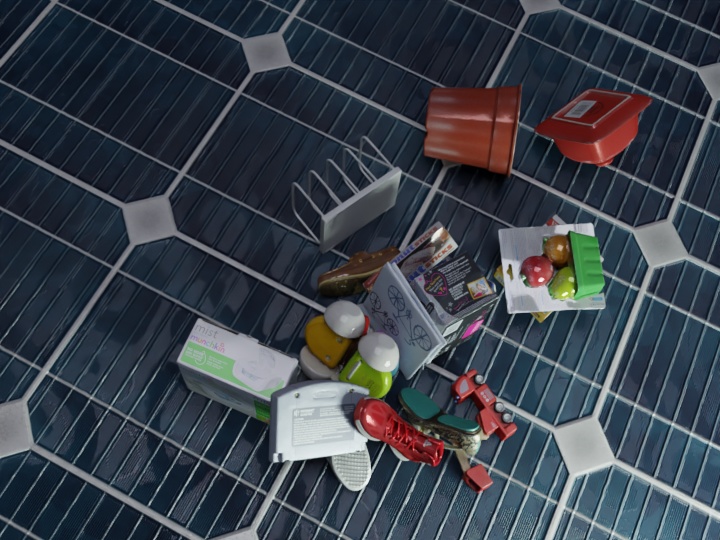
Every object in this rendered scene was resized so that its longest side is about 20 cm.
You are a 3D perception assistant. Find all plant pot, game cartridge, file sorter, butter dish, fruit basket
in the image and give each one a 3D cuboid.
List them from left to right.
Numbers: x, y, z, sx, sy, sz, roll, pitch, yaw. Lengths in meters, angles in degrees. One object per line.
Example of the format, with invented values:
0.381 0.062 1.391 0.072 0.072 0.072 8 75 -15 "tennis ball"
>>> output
-0.072 0.261 1.508 0.198 0.041 0.135 2 87 -37 "game cartridge"
-0.035 -0.161 1.779 0.199 0.139 0.125 -35 71 -19 "file sorter"
0.240 -0.313 1.854 0.193 0.201 0.203 8 65 7 "plant pot"
0.388 -0.003 1.745 0.198 0.094 0.187 -6 69 6 "fruit basket"
0.526 -0.300 1.900 0.199 0.149 0.199 -37 34 -18 "butter dish"

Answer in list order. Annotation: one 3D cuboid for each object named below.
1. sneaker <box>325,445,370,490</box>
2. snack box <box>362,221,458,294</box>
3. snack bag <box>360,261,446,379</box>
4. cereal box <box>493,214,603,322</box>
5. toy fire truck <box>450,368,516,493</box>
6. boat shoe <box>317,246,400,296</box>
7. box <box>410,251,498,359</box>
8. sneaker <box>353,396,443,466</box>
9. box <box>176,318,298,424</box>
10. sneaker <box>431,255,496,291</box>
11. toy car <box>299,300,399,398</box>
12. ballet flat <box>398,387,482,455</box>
-0.045 0.313 1.603 0.078 0.079 0.202 -25 95 -19 "sneaker"
0.100 -0.011 1.720 0.200 0.072 0.024 -40 43 5 "snack box"
0.078 0.103 1.639 0.021 0.200 0.189 -25 71 -28 "snack bag"
0.397 -0.007 1.804 0.200 0.040 0.144 -41 77 -20 "cereal box"
0.220 0.305 1.641 0.140 0.049 0.201 -30 71 -16 "toy fire truck"
0.000 0.000 1.749 0.198 0.072 0.068 -15 63 -19 "boat shoe"
0.159 0.075 1.651 0.131 0.200 0.115 -26 69 -21 "box"
0.083 0.291 1.542 0.115 0.200 0.079 2 63 44 "sneaker"
-0.221 0.190 1.579 0.198 0.177 0.097 23 67 4 "box"
0.195 0.002 1.754 0.199 0.088 0.076 30 68 9 "sneaker"
-0.008 0.154 1.644 0.200 0.176 0.150 42 32 13 "toy car"
0.144 0.293 1.615 0.067 0.076 0.199 -17 29 -42 "ballet flat"
